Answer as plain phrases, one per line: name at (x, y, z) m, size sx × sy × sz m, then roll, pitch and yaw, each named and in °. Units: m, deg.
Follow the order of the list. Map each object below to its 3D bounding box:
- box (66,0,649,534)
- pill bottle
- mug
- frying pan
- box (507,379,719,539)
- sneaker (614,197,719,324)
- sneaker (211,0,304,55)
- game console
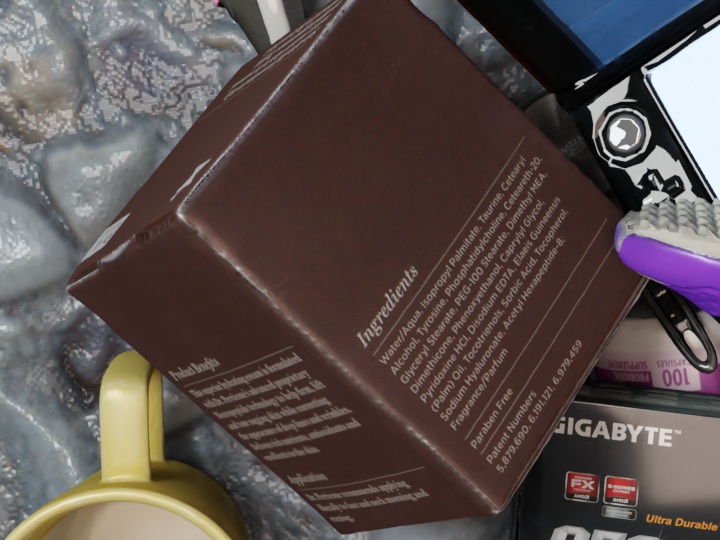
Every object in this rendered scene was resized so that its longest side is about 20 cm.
box at (0.000, 0.000, 0.827) m, size 0.200 × 0.166 × 0.165 m, roll 44°, pitch 64°, yaw -13°
pill bottle at (0.189, 0.112, 0.931) m, size 0.111 × 0.112 × 0.202 m, roll -10°, pitch 98°, yaw 2°
mug at (-0.110, 0.155, 0.920) m, size 0.149 × 0.153 × 0.187 m, roll 31°, pitch 98°, yaw -4°
frying pan at (0.116, -0.025, 0.898) m, size 0.114 × 0.031 × 0.191 m, roll -15°, pitch 58°, yaw 21°
box at (0.174, 0.144, 0.858) m, size 0.198 × 0.046 × 0.160 m, roll 7°, pitch 102°, yaw 12°
sneaker at (0.203, 0.037, 0.779) m, size 0.199 × 0.070 × 0.100 m, roll 18°, pitch 107°, yaw 5°
sneaker at (-0.101, -0.179, 0.914) m, size 0.099 × 0.071 × 0.201 m, roll -25°, pitch 94°, yaw 8°
game console at (0.172, -0.111, 0.772) m, size 0.199 × 0.119 × 0.173 m, roll -33°, pitch 77°, yaw 22°
